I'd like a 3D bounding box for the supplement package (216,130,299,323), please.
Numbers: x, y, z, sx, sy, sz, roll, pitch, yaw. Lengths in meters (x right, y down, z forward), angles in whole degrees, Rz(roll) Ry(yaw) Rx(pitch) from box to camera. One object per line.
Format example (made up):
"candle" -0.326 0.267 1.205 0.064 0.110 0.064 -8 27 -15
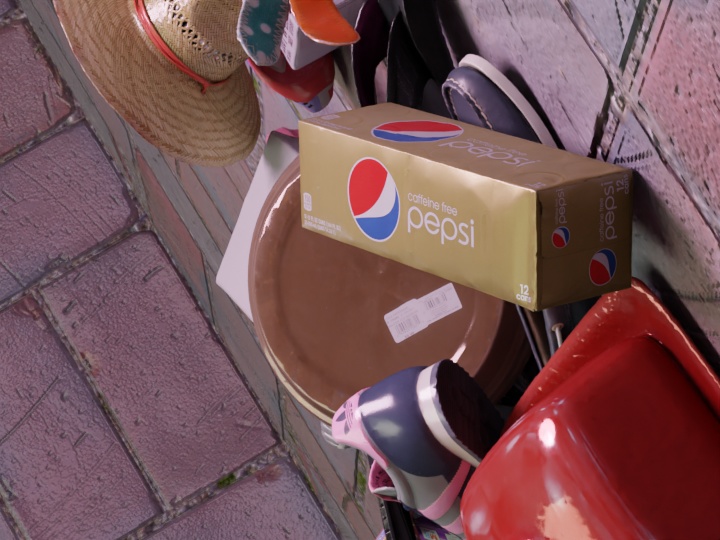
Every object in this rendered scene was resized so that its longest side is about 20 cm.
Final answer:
"supplement package" 0.000 0.000 1.601 0.117 0.117 0.200 15 -167 -25

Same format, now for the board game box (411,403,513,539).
"board game box" 0.121 0.196 1.618 0.103 0.105 0.200 13 145 27

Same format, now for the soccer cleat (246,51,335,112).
"soccer cleat" -0.083 -0.196 1.751 0.200 0.067 0.077 52 173 27

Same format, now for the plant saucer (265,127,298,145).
"plant saucer" -0.008 -0.027 1.878 0.201 0.051 0.201 62 174 11

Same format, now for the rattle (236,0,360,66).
"rattle" -0.057 -0.202 1.384 0.200 0.130 0.143 58 166 4

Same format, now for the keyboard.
"keyboard" 0.022 0.157 1.578 0.200 0.021 0.127 -101 -8 -80

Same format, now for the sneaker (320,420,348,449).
"sneaker" 0.032 0.110 1.815 0.115 0.075 0.200 18 175 12

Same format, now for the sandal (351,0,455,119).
"sandal" 0.018 -0.123 1.369 0.075 0.048 0.201 30 140 61

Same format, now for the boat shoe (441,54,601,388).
"boat shoe" 0.089 -0.023 1.339 0.200 0.062 0.075 63 170 -23

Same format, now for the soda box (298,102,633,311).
"soda box" 0.052 -0.037 1.261 0.200 0.068 0.064 20 117 50

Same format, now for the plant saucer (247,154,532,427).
"plant saucer" 0.015 0.006 1.458 0.200 0.200 0.029 58 -157 13

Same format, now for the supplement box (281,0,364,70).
"supplement box" -0.067 -0.236 1.529 0.200 0.061 0.109 60 172 7

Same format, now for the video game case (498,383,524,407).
"video game case" 0.033 0.069 1.705 0.181 0.023 0.200 16 -168 -25

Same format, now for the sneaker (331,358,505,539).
"sneaker" 0.053 0.124 1.435 0.070 0.082 0.200 -87 -27 -42

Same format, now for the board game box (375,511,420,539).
"board game box" 0.070 0.192 1.713 0.103 0.200 0.019 48 140 -13

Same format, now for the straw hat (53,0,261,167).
"straw hat" -0.105 -0.169 1.602 0.201 0.085 0.201 39 -147 -32

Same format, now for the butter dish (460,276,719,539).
"butter dish" 0.122 0.142 1.272 0.200 0.148 0.200 55 144 16
